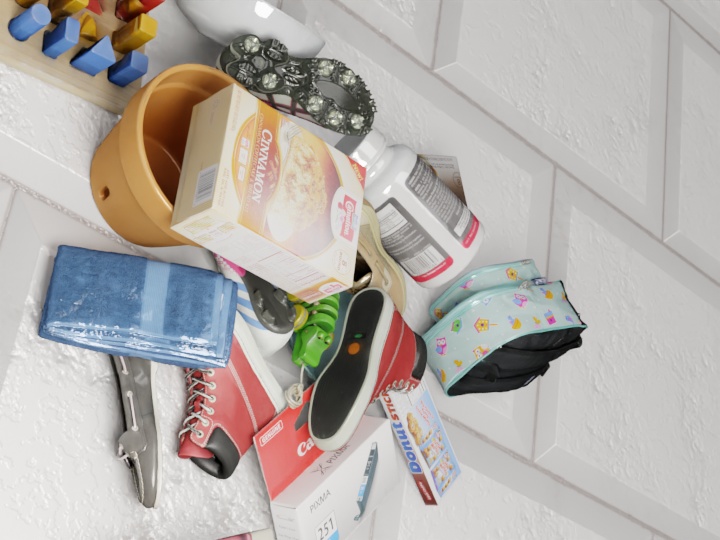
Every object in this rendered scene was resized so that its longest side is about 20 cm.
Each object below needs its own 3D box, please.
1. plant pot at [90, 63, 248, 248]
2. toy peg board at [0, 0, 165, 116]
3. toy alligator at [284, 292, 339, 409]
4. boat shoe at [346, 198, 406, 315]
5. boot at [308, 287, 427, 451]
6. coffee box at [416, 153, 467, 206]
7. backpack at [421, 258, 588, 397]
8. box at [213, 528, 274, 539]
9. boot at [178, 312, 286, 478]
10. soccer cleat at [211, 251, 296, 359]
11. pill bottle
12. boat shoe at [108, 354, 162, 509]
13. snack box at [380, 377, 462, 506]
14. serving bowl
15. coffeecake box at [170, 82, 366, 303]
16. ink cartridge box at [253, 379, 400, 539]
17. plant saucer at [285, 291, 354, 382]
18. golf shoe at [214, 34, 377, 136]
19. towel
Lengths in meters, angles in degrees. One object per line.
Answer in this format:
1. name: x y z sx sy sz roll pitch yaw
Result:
1. plant pot: -0.203 -0.110 1.585 0.199 0.140 0.201 19 62 -40
2. toy peg board: -0.301 -0.307 1.593 0.199 0.098 0.200 22 59 -39
3. toy alligator: -0.052 0.069 1.658 0.059 0.054 0.201 40 38 -35
4. boat shoe: 0.000 0.000 1.723 0.065 0.071 0.201 -61 142 -36
5. boot: 0.018 0.141 1.672 0.144 0.072 0.201 50 53 -45
6. coffee box: 0.046 -0.090 1.879 0.199 0.079 0.115 0 76 -45
7. backpack: 0.173 0.080 1.880 0.199 0.176 0.154 -16 69 -49
8. box: -0.187 0.335 1.435 0.199 0.127 0.110 -4 76 -47
9. boot: -0.175 0.122 1.567 0.201 0.072 0.144 58 45 -17
10. soccer cleat: -0.141 0.014 1.662 0.070 0.086 0.201 0 51 -38
11. pill bottle: 0.049 -0.082 1.742 0.200 0.110 0.111 45 47 -20
12. boat shoe: -0.240 0.153 1.508 0.057 0.067 0.201 0 69 -15
13. snack box: 0.072 0.195 1.805 0.072 0.024 0.201 -46 121 -46
14. serving bowl: -0.143 -0.294 1.713 0.200 0.200 0.066 25 95 -37
15. coffeecake box: -0.093 -0.078 1.530 0.200 0.073 0.154 30 54 -36
16. ink cartridge box: -0.034 0.221 1.658 0.200 0.044 0.177 -39 126 -47
17. plant saucer: -0.029 0.067 1.774 0.199 0.036 0.201 20 60 -40
18. golf shoe: -0.074 -0.214 1.663 0.199 0.088 0.078 24 78 -23
19. towel: -0.230 0.037 1.502 0.199 0.049 0.112 10 63 -11
